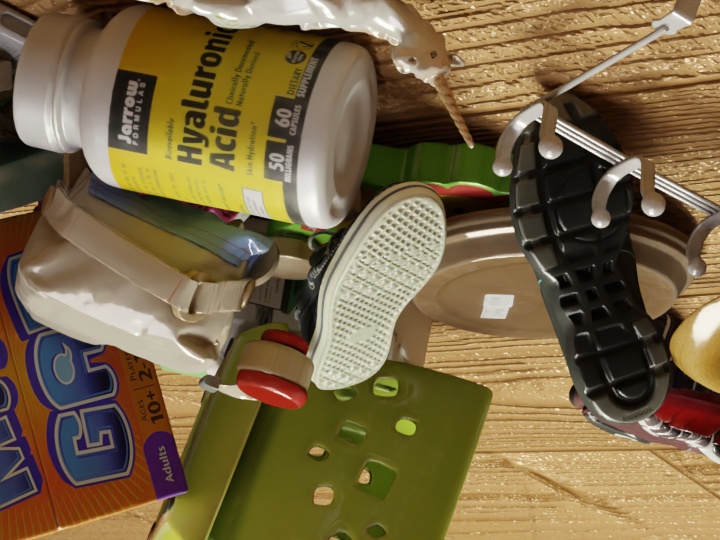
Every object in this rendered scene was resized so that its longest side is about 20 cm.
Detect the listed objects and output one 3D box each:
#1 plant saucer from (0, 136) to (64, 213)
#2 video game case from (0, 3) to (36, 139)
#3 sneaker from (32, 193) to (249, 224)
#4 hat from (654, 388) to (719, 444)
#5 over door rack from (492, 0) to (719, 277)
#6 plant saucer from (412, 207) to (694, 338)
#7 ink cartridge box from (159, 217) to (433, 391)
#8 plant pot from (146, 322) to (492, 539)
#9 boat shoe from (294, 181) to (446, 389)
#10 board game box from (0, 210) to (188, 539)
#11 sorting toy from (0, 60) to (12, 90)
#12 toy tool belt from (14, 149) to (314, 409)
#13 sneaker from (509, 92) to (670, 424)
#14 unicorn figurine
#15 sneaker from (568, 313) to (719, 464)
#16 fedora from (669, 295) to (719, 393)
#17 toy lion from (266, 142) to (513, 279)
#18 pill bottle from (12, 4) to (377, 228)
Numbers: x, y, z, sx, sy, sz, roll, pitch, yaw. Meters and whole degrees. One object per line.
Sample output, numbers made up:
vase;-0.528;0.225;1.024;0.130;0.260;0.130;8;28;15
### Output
plant saucer;-0.267;-0.056;1.715;0.199;0.028;0.200;-11;-169;2
video game case;-0.233;-0.120;1.743;0.182;0.022;0.200;26;157;-22
sneaker;-0.130;-0.047;1.772;0.199;0.082;0.088;-14;-177;45
hat;0.268;0.074;1.684;0.199;0.177;0.166;-20;157;-10
over door rack;0.178;-0.069;1.436;0.147;0.067;0.200;27;147;-16
plant saucer;0.117;0.006;1.695;0.199;0.030;0.200;1;161;0
ink cartridge box;-0.058;0.028;1.891;0.199;0.085;0.146;10;160;15
plant pot;-0.038;0.157;1.820;0.181;0.200;0.200;23;160;-4
boat shoe;0.000;0.000;1.633;0.074;0.063;0.200;-10;151;-20
board game box;-0.266;0.086;1.737;0.199;0.201;0.200;-14;176;-35
sorting toy;-0.351;-0.085;1.649;0.199;0.070;0.198;1;-170;35
toy tool belt;-0.107;-0.006;1.642;0.199;0.124;0.125;22;165;-9
sneaker;0.127;-0.008;1.570;0.075;0.201;0.079;-14;-167;-6
unicorn figurine;-0.032;-0.151;1.457;0.199;0.074;0.137;21;174;32
sneaker;0.184;0.083;1.863;0.115;0.076;0.200;6;157;35
fedora;0.271;0.005;1.549;0.199;0.082;0.201;-6;152;-3
toy lion;0.039;-0.037;1.700;0.191;0.069;0.200;12;161;-9
pill bottle;-0.099;-0.096;1.572;0.199;0.112;0.111;11;159;15
